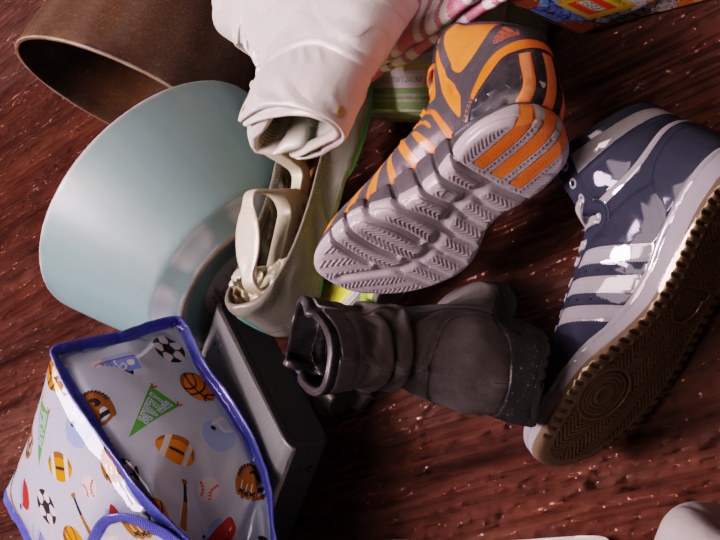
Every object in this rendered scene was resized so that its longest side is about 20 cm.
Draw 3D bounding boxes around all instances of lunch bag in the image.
[{"bbox_3d":[-0.138,0.162,0.948,0.200,0.124,0.170,53,138,25],"label":"lunch bag"}]

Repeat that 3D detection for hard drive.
[{"bbox_3d":[-0.087,0.142,1.006,0.140,0.033,0.200,58,139,42],"label":"hard drive"}]

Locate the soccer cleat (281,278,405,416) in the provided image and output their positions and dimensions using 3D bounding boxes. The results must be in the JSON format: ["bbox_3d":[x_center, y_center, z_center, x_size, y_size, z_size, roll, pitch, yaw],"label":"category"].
[{"bbox_3d":[-0.001,0.000,0.960,0.084,0.065,0.200,38,110,37],"label":"soccer cleat"}]

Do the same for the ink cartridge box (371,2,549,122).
[{"bbox_3d":[0.068,-0.196,0.961,0.145,0.048,0.200,8,87,51],"label":"ink cartridge box"}]

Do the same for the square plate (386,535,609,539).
[{"bbox_3d":[0.060,0.254,0.841,0.198,0.028,0.200,-13,69,48],"label":"square plate"}]

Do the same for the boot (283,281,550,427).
[{"bbox_3d":[0.022,0.035,0.824,0.200,0.132,0.070,-156,75,-83],"label":"boot"}]

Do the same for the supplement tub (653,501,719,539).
[{"bbox_3d":[0.164,0.217,0.648,0.132,0.132,0.200,27,100,50],"label":"supplement tub"}]

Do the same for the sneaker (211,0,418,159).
[{"bbox_3d":[-0.056,-0.130,0.923,0.200,0.074,0.116,13,74,57],"label":"sneaker"}]

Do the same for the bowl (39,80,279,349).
[{"bbox_3d":[-0.113,-0.022,1.030,0.105,0.201,0.201,41,111,27],"label":"bowl"}]

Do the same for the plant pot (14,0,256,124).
[{"bbox_3d":[-0.137,-0.215,1.129,0.187,0.187,0.200,7,69,51],"label":"plant pot"}]

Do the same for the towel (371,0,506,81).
[{"bbox_3d":[0.050,-0.213,0.890,0.200,0.030,0.146,-24,60,54],"label":"towel"}]

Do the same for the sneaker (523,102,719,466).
[{"bbox_3d":[0.133,0.003,0.800,0.200,0.070,0.109,-58,44,13],"label":"sneaker"}]

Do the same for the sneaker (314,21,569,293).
[{"bbox_3d":[0.049,-0.069,0.863,0.200,0.078,0.112,-35,38,38],"label":"sneaker"}]

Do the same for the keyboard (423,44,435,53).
[{"bbox_3d":[-0.003,-0.175,0.997,0.200,0.011,0.056,10,87,53],"label":"keyboard"}]

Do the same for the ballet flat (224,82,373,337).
[{"bbox_3d":[-0.042,-0.058,0.950,0.067,0.064,0.200,-2,71,53],"label":"ballet flat"}]

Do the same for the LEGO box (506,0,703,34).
[{"bbox_3d":[0.166,-0.253,0.836,0.149,0.077,0.200,-7,73,48],"label":"LEGO box"}]
